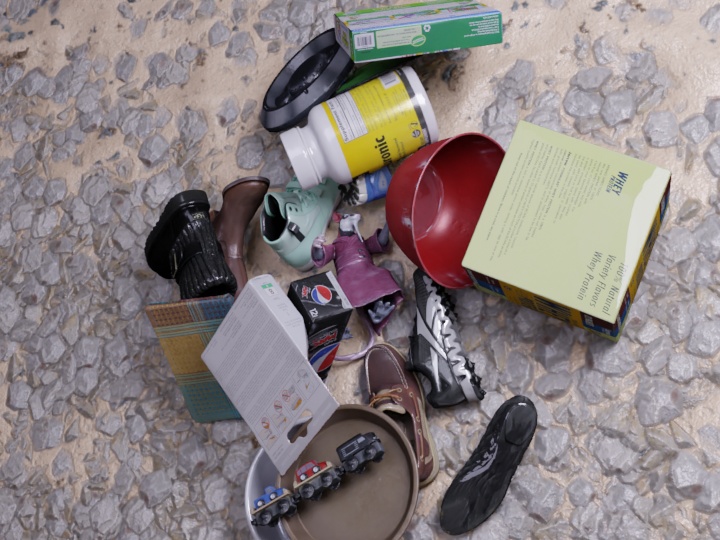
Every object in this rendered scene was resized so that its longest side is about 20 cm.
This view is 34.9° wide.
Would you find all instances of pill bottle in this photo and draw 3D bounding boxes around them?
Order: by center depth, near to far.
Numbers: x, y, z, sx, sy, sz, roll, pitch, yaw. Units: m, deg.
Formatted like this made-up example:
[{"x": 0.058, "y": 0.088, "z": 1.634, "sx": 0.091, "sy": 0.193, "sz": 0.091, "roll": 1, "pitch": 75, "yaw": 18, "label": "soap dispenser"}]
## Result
[{"x": -0.003, "y": -0.183, "z": 1.527, "sx": 0.197, "sy": 0.112, "sz": 0.113, "roll": -24, "pitch": 65, "yaw": -1, "label": "pill bottle"}]

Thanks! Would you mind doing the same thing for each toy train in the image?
[{"x": -0.058, "y": 0.260, "z": 1.432, "sx": 0.198, "sy": 0.034, "sz": 0.046, "roll": -33, "pitch": 60, "yaw": 11, "label": "toy train"}]

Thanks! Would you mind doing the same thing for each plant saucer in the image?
[{"x": -0.015, "y": 0.271, "z": 1.444, "sx": 0.197, "sy": 0.029, "sz": 0.204, "roll": -8, "pitch": 70, "yaw": 22, "label": "plant saucer"}]

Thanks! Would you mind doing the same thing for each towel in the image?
[{"x": -0.204, "y": 0.124, "z": 1.591, "sx": 0.144, "sy": 0.202, "sz": 0.022, "roll": -6, "pitch": 30, "yaw": 23, "label": "towel"}]

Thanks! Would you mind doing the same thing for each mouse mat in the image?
[{"x": 0.047, "y": -0.295, "z": 1.608, "sx": 0.159, "sy": 0.200, "sz": 0.008, "roll": -23, "pitch": 104, "yaw": 16, "label": "mouse mat"}]

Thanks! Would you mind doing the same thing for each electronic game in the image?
[{"x": -0.072, "y": -0.281, "z": 1.674, "sx": 0.199, "sy": 0.042, "sz": 0.201, "roll": -36, "pitch": 29, "yaw": 23, "label": "electronic game"}]

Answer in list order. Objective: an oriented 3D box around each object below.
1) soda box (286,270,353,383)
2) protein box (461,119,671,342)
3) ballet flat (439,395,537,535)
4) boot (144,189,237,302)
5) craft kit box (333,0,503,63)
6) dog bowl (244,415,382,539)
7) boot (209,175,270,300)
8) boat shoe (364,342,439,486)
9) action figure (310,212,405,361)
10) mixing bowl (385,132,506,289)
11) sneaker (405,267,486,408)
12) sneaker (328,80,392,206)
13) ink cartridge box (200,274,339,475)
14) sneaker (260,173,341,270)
[{"x": -0.072, "y": 0.093, "z": 1.525, "sx": 0.063, "sy": 0.201, "sz": 0.071, "roll": -17, "pitch": 58, "yaw": -28, "label": "soda box"}, {"x": 0.260, "y": -0.047, "z": 1.431, "sx": 0.197, "sy": 0.135, "sz": 0.201, "roll": 21, "pitch": 83, "yaw": 18, "label": "protein box"}, {"x": 0.165, "y": 0.250, "z": 1.457, "sx": 0.066, "sy": 0.057, "sz": 0.202, "roll": 33, "pitch": 94, "yaw": 1, "label": "ballet flat"}, {"x": -0.246, "y": 0.002, "z": 1.643, "sx": 0.078, "sy": 0.212, "sz": 0.160, "roll": -12, "pitch": 68, "yaw": -24, "label": "boot"}, {"x": 0.072, "y": -0.324, "z": 1.530, "sx": 0.196, "sy": 0.198, "sz": 0.049, "roll": -8, "pitch": 113, "yaw": -5, "label": "craft kit box"}, {"x": -0.049, "y": 0.298, "z": 1.512, "sx": 0.197, "sy": 0.079, "sz": 0.204, "roll": -7, "pitch": 71, "yaw": 22, "label": "dog bowl"}, {"x": -0.170, "y": -0.011, "z": 1.641, "sx": 0.186, "sy": 0.063, "sz": 0.203, "roll": -42, "pitch": 49, "yaw": 51, "label": "boot"}, {"x": 0.046, "y": 0.183, "z": 1.508, "sx": 0.071, "sy": 0.072, "sz": 0.203, "roll": -23, "pitch": 66, "yaw": 16, "label": "boat shoe"}, {"x": 0.000, "y": 0.000, "z": 1.590, "sx": 0.131, "sy": 0.150, "sz": 0.202, "roll": -7, "pitch": 48, "yaw": -7, "label": "action figure"}, {"x": 0.105, "y": -0.085, "z": 1.515, "sx": 0.108, "sy": 0.199, "sz": 0.203, "roll": 15, "pitch": 80, "yaw": 48, "label": "mixing bowl"}, {"x": 0.092, "y": 0.092, "z": 1.519, "sx": 0.089, "sy": 0.066, "sz": 0.203, "roll": -25, "pitch": 68, "yaw": 13, "label": "sneaker"}, {"x": -0.001, "y": -0.184, "z": 1.643, "sx": 0.079, "sy": 0.088, "sz": 0.203, "roll": -50, "pitch": 50, "yaw": 55, "label": "sneaker"}, {"x": -0.108, "y": 0.133, "z": 1.467, "sx": 0.201, "sy": 0.050, "sz": 0.162, "roll": 51, "pitch": 128, "yaw": 17, "label": "ink cartridge box"}, {"x": -0.084, "y": -0.113, "z": 1.633, "sx": 0.073, "sy": 0.118, "sz": 0.204, "roll": 5, "pitch": 74, "yaw": 26, "label": "sneaker"}]
